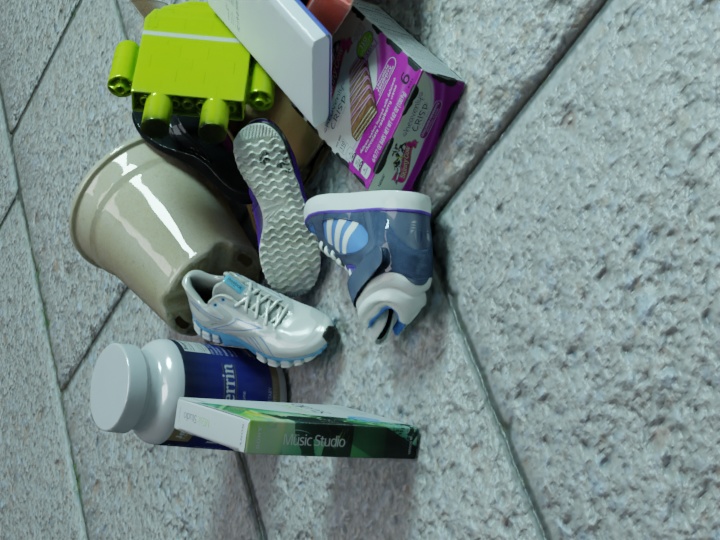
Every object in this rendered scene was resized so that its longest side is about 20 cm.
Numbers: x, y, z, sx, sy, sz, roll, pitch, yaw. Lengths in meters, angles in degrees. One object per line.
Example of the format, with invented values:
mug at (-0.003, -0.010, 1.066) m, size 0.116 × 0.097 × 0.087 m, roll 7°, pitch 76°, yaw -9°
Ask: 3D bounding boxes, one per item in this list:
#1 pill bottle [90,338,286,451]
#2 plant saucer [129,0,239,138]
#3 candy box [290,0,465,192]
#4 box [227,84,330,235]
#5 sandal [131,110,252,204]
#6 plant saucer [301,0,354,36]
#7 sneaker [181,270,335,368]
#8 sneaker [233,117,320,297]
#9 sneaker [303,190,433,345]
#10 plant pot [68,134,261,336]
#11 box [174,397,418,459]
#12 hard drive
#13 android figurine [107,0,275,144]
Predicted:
pill bottle at (-0.190, 0.138, 1.615) m, size 0.115 × 0.198 × 0.118 m, roll -17°, pitch 69°, yaw 53°
plant saucer at (-0.197, -0.246, 1.718) m, size 0.037 × 0.201 × 0.201 m, roll -38°, pitch 42°, yaw -1°
candy box at (0.013, -0.183, 1.513) m, size 0.200 × 0.060 × 0.138 m, roll 50°, pitch 121°, yaw 49°
box at (-0.102, -0.166, 1.713) m, size 0.164 × 0.021 × 0.202 m, roll -52°, pitch 43°, yaw 36°
sandal at (-0.180, -0.152, 1.690) m, size 0.199 × 0.075 × 0.048 m, roll 34°, pitch 134°, yaw 20°
plant saucer at (-0.034, -0.315, 1.542) m, size 0.200 × 0.036 × 0.202 m, roll 135°, pitch 152°, yaw -61°
sneaker at (-0.118, 0.044, 1.582) m, size 0.198 × 0.087 × 0.075 m, roll 10°, pitch 53°, yaw 32°
sneaker at (-0.086, -0.075, 1.608) m, size 0.100 × 0.069 × 0.203 m, roll -90°, pitch -12°, yaw -72°
sneaker at (0.000, 0.000, 1.474) m, size 0.199 × 0.080 × 0.149 m, roll -4°, pitch 80°, yaw 55°
plant pot at (-0.215, -0.031, 1.721) m, size 0.184 × 0.199 × 0.202 m, roll 46°, pitch 120°, yaw 37°
box at (-0.062, 0.154, 1.426) m, size 0.144 × 0.198 × 0.037 m, roll 7°, pitch 91°, yaw 55°
hard drive at (-0.097, -0.258, 1.503) m, size 0.200 × 0.025 × 0.133 m, roll 50°, pitch 158°, yaw 25°
android figurine at (-0.179, -0.220, 1.573) m, size 0.041 × 0.179 × 0.202 m, roll 97°, pitch 176°, yaw -50°
